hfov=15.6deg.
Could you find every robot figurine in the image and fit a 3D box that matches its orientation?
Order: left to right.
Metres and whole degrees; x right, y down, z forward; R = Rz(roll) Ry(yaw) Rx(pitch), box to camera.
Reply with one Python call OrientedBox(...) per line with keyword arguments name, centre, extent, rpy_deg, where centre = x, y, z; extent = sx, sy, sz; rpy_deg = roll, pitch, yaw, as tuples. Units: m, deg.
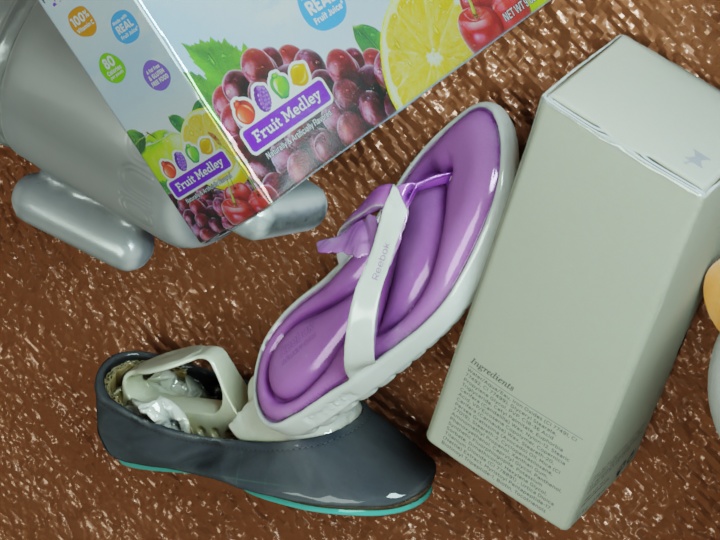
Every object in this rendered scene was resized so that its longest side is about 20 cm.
OrientedBox(name="robot figurine", centre=(-0.099, -0.086, 1.168), extent=(0.200, 0.113, 0.170), rpy_deg=(29, 104, 21))

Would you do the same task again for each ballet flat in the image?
OrientedBox(name="ballet flat", centre=(-0.054, 0.071, 1.268), extent=(0.200, 0.073, 0.073), rpy_deg=(7, 121, 39))

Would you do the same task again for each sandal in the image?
OrientedBox(name="sandal", centre=(0.002, 0.006, 1.151), extent=(0.203, 0.050, 0.083), rpy_deg=(-52, 40, 35))

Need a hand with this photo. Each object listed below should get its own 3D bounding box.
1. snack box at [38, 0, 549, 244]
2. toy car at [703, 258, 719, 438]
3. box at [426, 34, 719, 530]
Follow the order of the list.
OrientedBox(name="snack box", centre=(-0.027, -0.120, 1.024), extent=(0.053, 0.200, 0.142), rpy_deg=(-29, 97, 47))
OrientedBox(name="toy car", centre=(0.194, 0.076, 1.031), extent=(0.200, 0.184, 0.177), rpy_deg=(53, 146, 42))
OrientedBox(name="box", centre=(0.097, 0.008, 1.102), extent=(0.082, 0.068, 0.200), rpy_deg=(34, 133, 17))
